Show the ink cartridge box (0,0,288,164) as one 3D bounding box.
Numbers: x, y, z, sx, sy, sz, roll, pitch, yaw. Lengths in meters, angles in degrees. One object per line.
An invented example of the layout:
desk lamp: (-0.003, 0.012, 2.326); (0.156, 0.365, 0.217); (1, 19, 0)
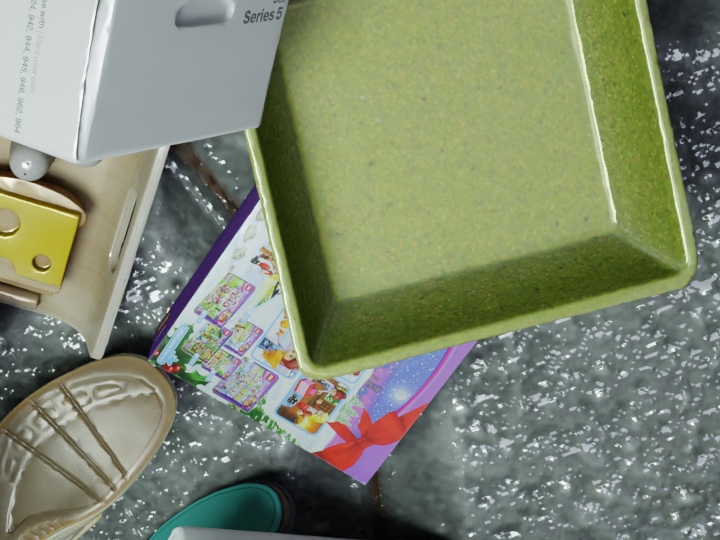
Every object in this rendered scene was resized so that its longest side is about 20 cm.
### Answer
ink cartridge box: (-0.152, -0.121, 0.994); (0.199, 0.145, 0.084); (21, 110, 26)

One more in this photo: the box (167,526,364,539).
box: (-0.039, 0.254, 1.209); (0.198, 0.131, 0.200); (9, 124, -38)

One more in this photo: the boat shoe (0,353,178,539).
boat shoe: (-0.169, 0.115, 1.222); (0.072, 0.065, 0.200); (46, 105, 6)

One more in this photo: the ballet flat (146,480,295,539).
ballet flat: (-0.107, 0.184, 1.260); (0.200, 0.073, 0.073); (-35, 112, 12)

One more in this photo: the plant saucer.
plant saucer: (0.043, -0.069, 1.080); (0.199, 0.048, 0.200); (-14, 100, -7)

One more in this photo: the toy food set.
toy food set: (-0.206, -0.042, 1.138); (0.199, 0.060, 0.144); (17, 118, -6)

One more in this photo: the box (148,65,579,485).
box: (0.000, 0.000, 1.164); (0.137, 0.039, 0.200); (31, 115, -12)
